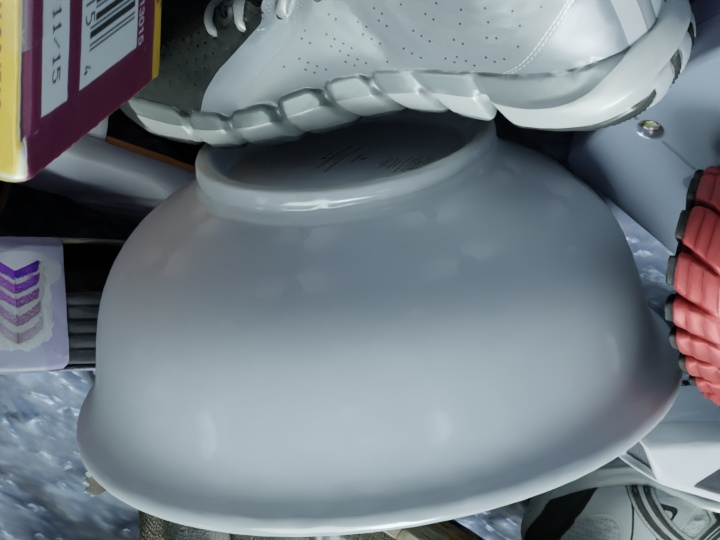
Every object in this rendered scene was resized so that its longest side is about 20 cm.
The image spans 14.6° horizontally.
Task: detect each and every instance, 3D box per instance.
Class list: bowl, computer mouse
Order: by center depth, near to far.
[{"bbox_3d":[0.000,0.000,0.892,0.200,0.201,0.091,4,114,29],"label":"bowl"},{"bbox_3d":[0.114,0.050,0.988,0.199,0.044,0.110,18,-172,-19],"label":"computer mouse"}]

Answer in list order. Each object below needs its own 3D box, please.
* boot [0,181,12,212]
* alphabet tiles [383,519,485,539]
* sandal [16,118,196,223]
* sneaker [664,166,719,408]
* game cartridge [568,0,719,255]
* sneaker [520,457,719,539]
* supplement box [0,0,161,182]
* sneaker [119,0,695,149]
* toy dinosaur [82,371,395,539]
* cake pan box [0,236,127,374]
[{"bbox_3d":[-0.214,-0.036,1.086,0.199,0.078,0.138,14,161,15],"label":"boot"},{"bbox_3d":[0.019,0.094,1.074,0.199,0.008,0.167,34,-179,4],"label":"alphabet tiles"},{"bbox_3d":[-0.110,-0.061,0.982,0.206,0.060,0.079,19,167,-39],"label":"sandal"},{"bbox_3d":[0.161,0.048,0.881,0.082,0.078,0.200,1,144,30],"label":"sneaker"},{"bbox_3d":[0.163,-0.043,0.847,0.133,0.041,0.199,35,147,-27],"label":"game cartridge"},{"bbox_3d":[0.146,0.130,1.076,0.199,0.088,0.076,7,148,27],"label":"sneaker"},{"bbox_3d":[-0.165,-0.119,0.827,0.199,0.103,0.132,11,116,17],"label":"supplement box"},{"bbox_3d":[-0.004,-0.102,0.841,0.199,0.075,0.116,-2,133,27],"label":"sneaker"},{"bbox_3d":[-0.041,0.106,1.103,0.199,0.077,0.103,17,136,40],"label":"toy dinosaur"},{"bbox_3d":[-0.150,0.015,1.032,0.199,0.053,0.184,-3,179,33],"label":"cake pan box"}]
